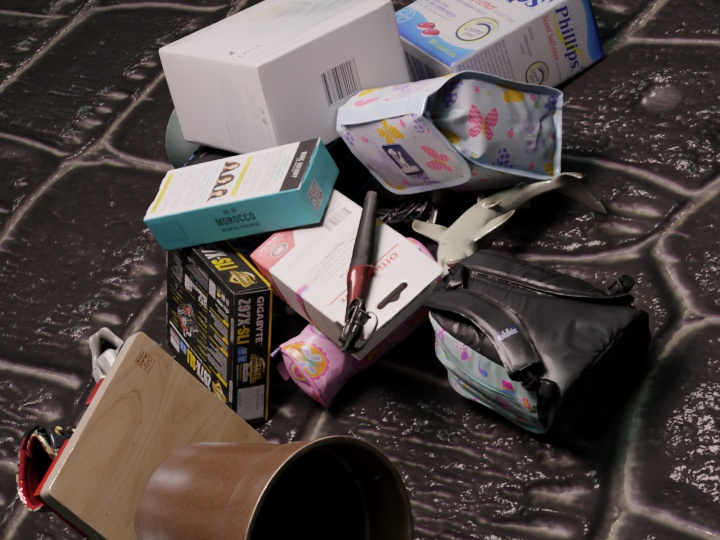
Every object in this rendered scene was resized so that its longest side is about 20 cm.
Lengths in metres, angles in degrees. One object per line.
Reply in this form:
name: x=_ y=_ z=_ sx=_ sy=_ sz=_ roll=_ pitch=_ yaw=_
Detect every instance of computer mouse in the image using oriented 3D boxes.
computer mouse: x=0.000 y=0.000 z=1.698 sx=0.200 sy=0.053 sz=0.138 roll=-45 pitch=18 yaw=-28

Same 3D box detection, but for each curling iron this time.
curling iron: x=0.005 y=0.000 z=1.475 sx=0.050 sy=0.025 sz=0.201 roll=-44 pitch=27 yaw=40

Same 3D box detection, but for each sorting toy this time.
sorting toy: x=-0.206 y=0.203 z=1.503 sx=0.069 sy=0.199 sz=0.201 roll=-24 pitch=31 yaw=43

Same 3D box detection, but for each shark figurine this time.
shark figurine: x=0.147 y=-0.036 z=1.615 sx=0.214 sy=0.090 sz=0.128 roll=-35 pitch=33 yaw=-24

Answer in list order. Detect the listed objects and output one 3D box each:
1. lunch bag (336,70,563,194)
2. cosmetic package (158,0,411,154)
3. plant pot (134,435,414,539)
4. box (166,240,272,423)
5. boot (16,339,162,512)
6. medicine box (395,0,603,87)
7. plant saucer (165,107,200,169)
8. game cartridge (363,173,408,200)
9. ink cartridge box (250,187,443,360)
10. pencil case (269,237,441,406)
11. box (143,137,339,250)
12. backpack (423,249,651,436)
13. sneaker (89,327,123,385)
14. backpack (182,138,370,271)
lunch bag: x=0.092 y=-0.147 z=1.654 sx=0.169 sy=0.199 sz=0.128 roll=-3 pitch=80 yaw=53
cosmetic package: x=-0.085 y=-0.225 z=1.738 sx=0.199 sy=0.124 sz=0.199 roll=-31 pitch=28 yaw=-31
plant pot: x=-0.090 y=0.241 z=1.380 sx=0.198 sy=0.201 sz=0.201 roll=1 pitch=46 yaw=47
box: x=-0.157 y=0.051 z=1.664 sx=0.049 sy=0.161 sz=0.200 roll=-11 pitch=28 yaw=-25
boot: x=-0.268 y=0.159 z=1.558 sx=0.073 sy=0.153 sz=0.205 roll=-1 pitch=77 yaw=34
medicine box: x=0.159 y=-0.282 z=1.863 sx=0.199 sy=0.103 sz=0.182 roll=-32 pitch=36 yaw=-12
plant saucer: x=-0.142 y=-0.173 z=1.894 sx=0.200 sy=0.201 sz=0.039 roll=-33 pitch=53 yaw=-3
game cartridge: x=0.031 y=-0.158 z=1.882 sx=0.133 sy=0.042 sz=0.200 roll=-35 pitch=36 yaw=-13
ink cartridge box: x=-0.005 y=0.010 z=1.543 sx=0.116 sy=0.068 sz=0.200 roll=-41 pitch=44 yaw=-12
pencil case: x=0.003 y=0.054 z=1.610 sx=0.200 sy=0.088 sz=0.087 roll=-41 pitch=37 yaw=-11
box: x=-0.126 y=-0.079 z=1.616 sx=0.199 sy=0.049 sz=0.083 roll=-9 pitch=41 yaw=29
backpack: x=0.154 y=0.068 z=1.445 sx=0.199 sy=0.127 sz=0.167 roll=24 pitch=48 yaw=37
sneaker: x=-0.261 y=0.138 z=1.694 sx=0.074 sy=0.087 sz=0.200 roll=-34 pitch=37 yaw=-9
backpack: x=-0.106 y=-0.087 z=1.787 sx=0.199 sy=0.148 sz=0.183 roll=0 pitch=33 yaw=27
